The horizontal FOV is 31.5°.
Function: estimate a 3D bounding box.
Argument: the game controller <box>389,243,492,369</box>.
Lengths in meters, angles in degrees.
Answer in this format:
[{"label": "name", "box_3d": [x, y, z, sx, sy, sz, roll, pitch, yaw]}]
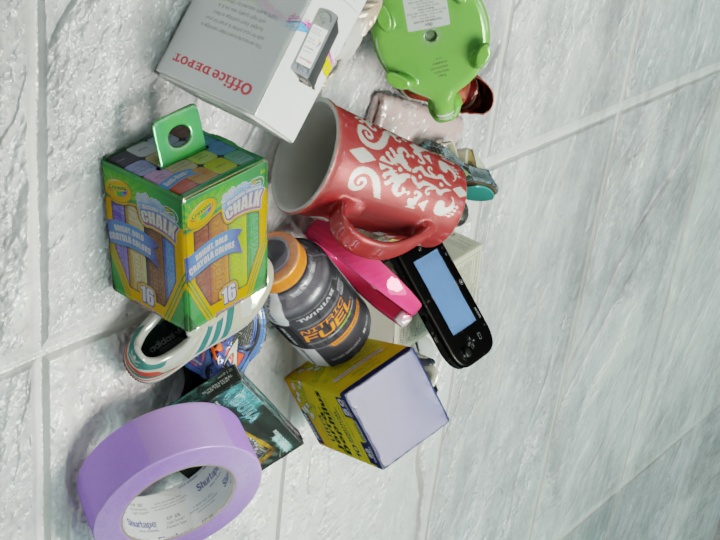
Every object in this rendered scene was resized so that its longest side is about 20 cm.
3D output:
[{"label": "game controller", "box_3d": [0.107, 0.031, 1.691, 0.104, 0.042, 0.201, -28, 89, -42]}]

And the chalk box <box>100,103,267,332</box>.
[{"label": "chalk box", "box_3d": [-0.176, -0.066, 1.297, 0.124, 0.123, 0.201, -32, 136, -41]}]

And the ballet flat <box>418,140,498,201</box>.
[{"label": "ballet flat", "box_3d": [0.130, -0.136, 1.694, 0.200, 0.074, 0.075, 8, 105, -62]}]

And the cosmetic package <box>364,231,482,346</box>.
[{"label": "cosmetic package", "box_3d": [0.082, 0.029, 1.780, 0.199, 0.073, 0.104, -28, 133, -43]}]

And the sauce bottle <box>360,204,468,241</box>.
[{"label": "sauce bottle", "box_3d": [0.071, -0.072, 1.646, 0.199, 0.064, 0.065, -10, 120, -54]}]

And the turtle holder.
[{"label": "turtle holder", "box_3d": [0.093, -0.275, 1.504, 0.141, 0.132, 0.186, -38, 109, 16]}]

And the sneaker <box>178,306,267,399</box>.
[{"label": "sneaker", "box_3d": [-0.164, 0.094, 1.476, 0.078, 0.075, 0.202, -10, 118, -48]}]

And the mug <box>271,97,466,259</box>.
[{"label": "mug", "box_3d": [0.012, -0.083, 1.467, 0.199, 0.133, 0.179, 17, 70, -34]}]

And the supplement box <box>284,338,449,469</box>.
[{"label": "supplement box", "box_3d": [0.004, 0.161, 1.606, 0.109, 0.200, 0.109, -32, 104, -20]}]

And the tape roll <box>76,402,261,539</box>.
[{"label": "tape roll", "box_3d": [-0.214, 0.238, 1.433, 0.199, 0.066, 0.201, -20, 142, -16]}]

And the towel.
[{"label": "towel", "box_3d": [0.051, -0.127, 1.668, 0.199, 0.032, 0.192, 4, 108, -57]}]

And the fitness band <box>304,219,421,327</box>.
[{"label": "fitness band", "box_3d": [0.000, 0.000, 1.532, 0.037, 0.200, 0.144, -47, 114, -5]}]

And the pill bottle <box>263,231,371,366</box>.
[{"label": "pill bottle", "box_3d": [-0.068, 0.030, 1.537, 0.107, 0.106, 0.200, -56, 146, -12]}]

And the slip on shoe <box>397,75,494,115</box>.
[{"label": "slip on shoe", "box_3d": [0.111, -0.242, 1.646, 0.199, 0.061, 0.075, 12, 104, -55]}]

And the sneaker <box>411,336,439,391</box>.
[{"label": "sneaker", "box_3d": [0.073, 0.143, 1.793, 0.199, 0.129, 0.080, 5, 110, -56]}]

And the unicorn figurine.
[{"label": "unicorn figurine", "box_3d": [-0.034, -0.253, 1.392, 0.137, 0.074, 0.200, -45, -168, 21]}]

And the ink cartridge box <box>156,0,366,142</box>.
[{"label": "ink cartridge box", "box_3d": [-0.091, -0.250, 1.270, 0.085, 0.147, 0.201, 26, 91, -56]}]

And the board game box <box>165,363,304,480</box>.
[{"label": "board game box", "box_3d": [-0.160, 0.194, 1.503, 0.135, 0.028, 0.200, -32, 145, 0]}]

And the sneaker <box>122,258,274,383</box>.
[{"label": "sneaker", "box_3d": [-0.170, 0.047, 1.378, 0.199, 0.071, 0.093, -37, 177, -15]}]
